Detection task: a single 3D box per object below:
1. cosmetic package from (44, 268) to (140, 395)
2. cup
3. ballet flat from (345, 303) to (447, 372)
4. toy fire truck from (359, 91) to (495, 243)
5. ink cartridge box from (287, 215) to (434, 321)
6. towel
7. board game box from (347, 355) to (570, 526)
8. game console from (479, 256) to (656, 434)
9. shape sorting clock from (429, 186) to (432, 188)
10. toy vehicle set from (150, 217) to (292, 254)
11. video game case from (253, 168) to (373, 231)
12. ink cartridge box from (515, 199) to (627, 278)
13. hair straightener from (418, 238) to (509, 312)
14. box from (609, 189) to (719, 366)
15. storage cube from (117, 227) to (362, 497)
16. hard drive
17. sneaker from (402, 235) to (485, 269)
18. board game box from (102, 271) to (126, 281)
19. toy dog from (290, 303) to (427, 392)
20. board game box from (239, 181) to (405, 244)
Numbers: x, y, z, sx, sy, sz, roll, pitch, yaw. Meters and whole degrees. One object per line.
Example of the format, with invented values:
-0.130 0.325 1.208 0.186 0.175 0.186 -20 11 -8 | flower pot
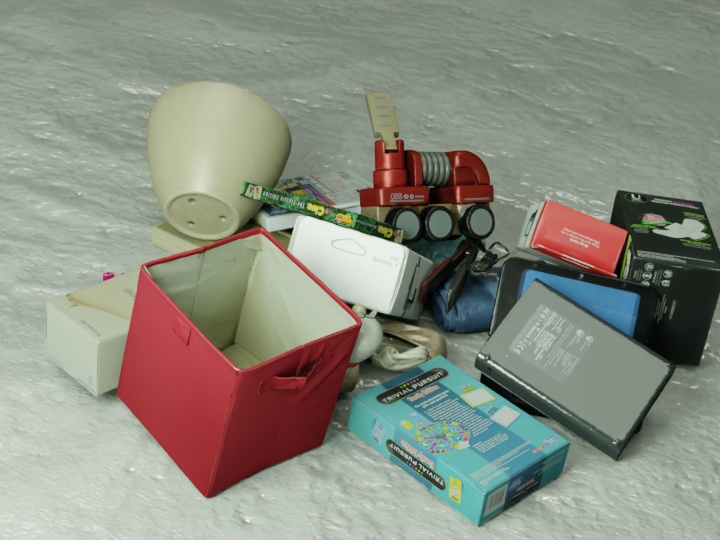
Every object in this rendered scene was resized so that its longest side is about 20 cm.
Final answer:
-0.247 0.057 1.452 0.103 0.074 0.199 30 34 32 | cosmetic package
-0.199 -0.128 1.698 0.197 0.201 0.145 9 55 0 | cup
0.007 0.086 1.540 0.196 0.069 0.068 9 36 3 | ballet flat
0.076 -0.139 1.689 0.173 0.204 0.128 -3 3 -28 | toy fire truck
0.000 0.000 1.577 0.144 0.086 0.200 17 0 14 | ink cartridge box
0.181 0.034 1.697 0.197 0.049 0.112 -3 32 -22 | towel
0.107 0.182 1.415 0.150 0.048 0.199 -20 40 -41 | board game box
0.253 0.089 1.551 0.197 0.118 0.176 12 28 5 | game console
0.049 -0.102 1.847 0.196 0.040 0.200 -9 17 3 | shape sorting clock
-0.169 -0.035 1.735 0.198 0.027 0.124 23 32 23 | toy vehicle set
-0.070 -0.101 1.808 0.179 0.023 0.200 -11 19 -16 | video game case
0.279 -0.040 1.692 0.115 0.068 0.200 21 0 -1 | ink cartridge box
0.145 0.005 1.660 0.076 0.042 0.200 19 26 19 | hair straightener
0.395 0.006 1.705 0.122 0.151 0.201 8 29 1 | box
-0.130 0.094 1.340 0.170 0.182 0.200 -20 50 -41 | storage cube
0.253 0.113 1.506 0.199 0.033 0.140 33 62 17 | hard drive
0.093 -0.030 1.763 0.198 0.074 0.082 -24 64 -28 | sneaker
-0.214 0.062 1.553 0.196 0.026 0.201 1 31 -14 | board game box
-0.028 0.074 1.432 0.131 0.199 0.098 9 65 -43 | toy dog
-0.049 -0.073 1.608 0.198 0.024 0.104 18 4 40 | board game box
